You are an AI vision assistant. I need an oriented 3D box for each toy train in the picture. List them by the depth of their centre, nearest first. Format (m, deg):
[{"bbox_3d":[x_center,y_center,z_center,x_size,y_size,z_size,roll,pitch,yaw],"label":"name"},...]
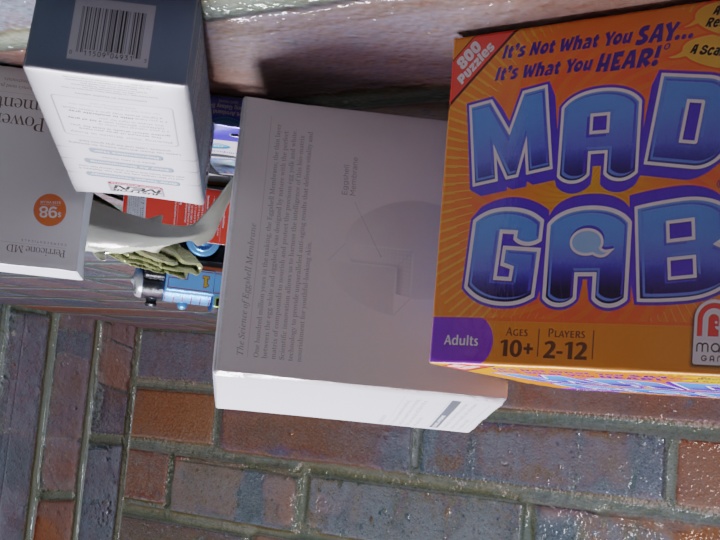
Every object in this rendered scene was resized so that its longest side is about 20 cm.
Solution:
[{"bbox_3d":[-0.215,-0.003,1.538,0.197,0.116,0.087,7,172,-13],"label":"toy train"}]

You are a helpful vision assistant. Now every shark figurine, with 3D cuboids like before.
[{"bbox_3d":[-0.212,-0.057,0.947,0.211,0.091,0.128,7,-159,2],"label":"shark figurine"}]

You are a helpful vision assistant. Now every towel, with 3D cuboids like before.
[{"bbox_3d":[-0.259,-0.052,1.140,0.198,0.037,0.148,29,-179,21],"label":"towel"}]

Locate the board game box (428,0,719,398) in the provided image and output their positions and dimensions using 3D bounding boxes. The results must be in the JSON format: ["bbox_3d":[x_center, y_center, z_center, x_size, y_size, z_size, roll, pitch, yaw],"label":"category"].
[{"bbox_3d":[0.182,-0.028,0.719,0.197,0.204,0.199,-1,171,37],"label":"board game box"}]

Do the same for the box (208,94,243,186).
[{"bbox_3d":[-0.093,-0.106,0.972,0.117,0.042,0.200,6,170,-5],"label":"box"}]

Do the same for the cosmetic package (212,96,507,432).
[{"bbox_3d":[0.000,0.000,0.841,0.196,0.203,0.123,7,161,-6],"label":"cosmetic package"}]

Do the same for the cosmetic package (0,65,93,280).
[{"bbox_3d":[-0.302,-0.080,0.883,0.196,0.154,0.052,6,173,-7],"label":"cosmetic package"}]

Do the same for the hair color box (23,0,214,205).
[{"bbox_3d":[-0.153,-0.110,0.775,0.097,0.062,0.200,6,162,-3],"label":"hair color box"}]

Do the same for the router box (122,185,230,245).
[{"bbox_3d":[-0.112,-0.056,1.119,0.176,0.050,0.200,7,-174,8],"label":"router box"}]

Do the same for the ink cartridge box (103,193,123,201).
[{"bbox_3d":[-0.258,-0.096,1.094,0.093,0.038,0.200,20,175,19],"label":"ink cartridge box"}]
